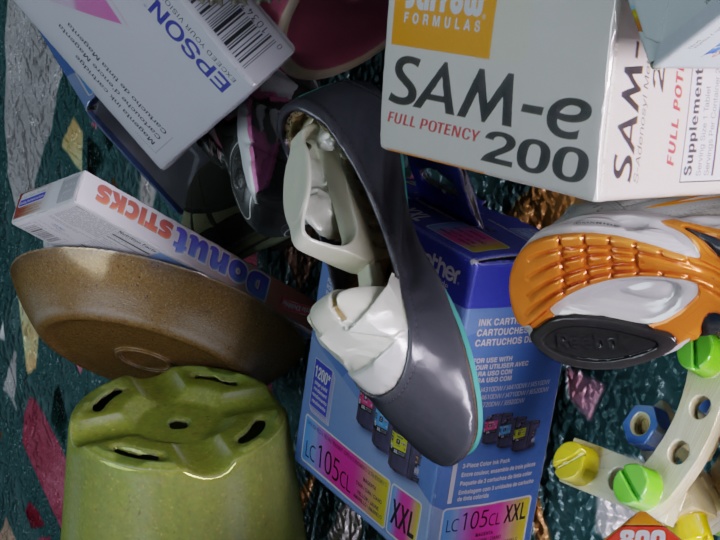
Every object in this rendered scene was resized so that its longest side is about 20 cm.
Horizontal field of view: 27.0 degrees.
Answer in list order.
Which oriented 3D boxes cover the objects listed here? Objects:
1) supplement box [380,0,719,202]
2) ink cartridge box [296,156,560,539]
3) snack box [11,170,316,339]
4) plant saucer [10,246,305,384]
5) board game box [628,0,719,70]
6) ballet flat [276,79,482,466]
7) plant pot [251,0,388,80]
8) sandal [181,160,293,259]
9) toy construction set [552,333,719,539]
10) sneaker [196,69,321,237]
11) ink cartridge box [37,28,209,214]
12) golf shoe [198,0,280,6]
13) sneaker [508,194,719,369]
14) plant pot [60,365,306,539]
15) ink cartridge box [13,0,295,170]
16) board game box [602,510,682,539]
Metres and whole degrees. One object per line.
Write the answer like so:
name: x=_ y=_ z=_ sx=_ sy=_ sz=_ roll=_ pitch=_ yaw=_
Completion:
supplement box: x=0.122 y=-0.074 z=0.567 sx=0.126 sy=0.198 sz=0.074 roll=20 pitch=110 yaw=54
ink cartridge box: x=0.039 y=0.035 z=0.805 sx=0.136 sy=0.076 sz=0.202 roll=30 pitch=116 yaw=51
snack box: x=-0.115 y=-0.001 z=0.934 sx=0.071 sy=0.199 sz=0.025 roll=-13 pitch=56 yaw=44
plant saucer: x=-0.136 y=0.043 z=0.972 sx=0.200 sy=0.199 sz=0.036 roll=-20 pitch=51 yaw=55
board game box: x=0.180 y=-0.132 z=0.473 sx=0.105 sy=0.198 sz=0.104 roll=-37 pitch=63 yaw=52
ballet flat: x=0.000 y=0.000 z=0.721 sx=0.073 sy=0.072 sz=0.202 roll=-39 pitch=60 yaw=51
plant pot: x=-0.047 y=-0.214 z=0.835 sx=0.179 sy=0.199 sz=0.201 roll=51 pitch=135 yaw=20
sandal: x=-0.050 y=-0.041 z=0.960 sx=0.200 sy=0.057 sz=0.081 roll=-19 pitch=59 yaw=41
toy construction set: x=0.178 y=0.101 z=0.599 sx=0.131 sy=0.092 sz=0.200 roll=-51 pitch=56 yaw=14
sneaker: x=-0.060 y=-0.083 z=0.902 sx=0.086 sy=0.080 sz=0.201 roll=-45 pitch=30 yaw=30
ink cartridge box: x=-0.166 y=-0.155 z=1.047 sx=0.076 sy=0.137 sz=0.201 roll=-34 pitch=52 yaw=2
golf shoe: x=-0.015 y=-0.207 z=0.727 sx=0.199 sy=0.078 sz=0.098 roll=-32 pitch=49 yaw=5
sneaker: x=0.162 y=-0.009 z=0.579 sx=0.198 sy=0.092 sz=0.076 roll=6 pitch=121 yaw=21
plant pot: x=-0.107 y=0.168 z=0.915 sx=0.200 sy=0.199 sz=0.186 roll=32 pitch=128 yaw=50
ink cartridge box: x=-0.149 y=-0.152 z=0.829 sx=0.197 sy=0.043 sz=0.200 roll=49 pitch=149 yaw=-8
board game box: x=0.114 y=0.261 z=0.550 sx=0.200 sy=0.199 sz=0.201 roll=38 pitch=156 yaw=48
